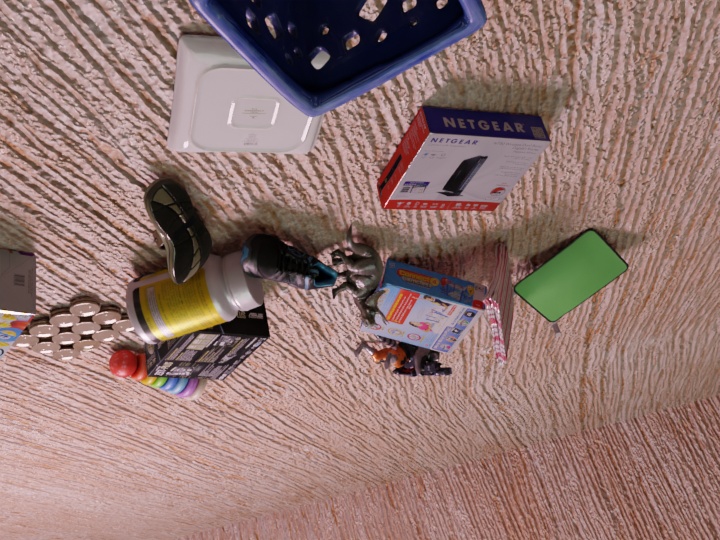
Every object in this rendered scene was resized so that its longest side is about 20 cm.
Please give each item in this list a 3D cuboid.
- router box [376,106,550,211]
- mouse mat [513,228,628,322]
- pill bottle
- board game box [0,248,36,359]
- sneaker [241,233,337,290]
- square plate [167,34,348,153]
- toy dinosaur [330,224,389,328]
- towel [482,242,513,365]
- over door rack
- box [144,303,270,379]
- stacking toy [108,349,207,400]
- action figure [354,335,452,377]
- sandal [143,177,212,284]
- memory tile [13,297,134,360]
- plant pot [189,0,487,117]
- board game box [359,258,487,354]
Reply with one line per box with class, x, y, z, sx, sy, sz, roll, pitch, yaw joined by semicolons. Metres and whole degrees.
router box;0.147;-0.158;1.130;0.199;0.049;0.180;-1;150;-22
mouse mat;0.422;0.015;1.533;0.200;0.008;0.161;-39;127;20
pill bottle;-0.268;0.040;1.248;0.199;0.115;0.114;-17;152;8
board game box;-0.577;0.059;1.157;0.103;0.105;0.200;12;143;-38
sneaker;-0.113;-0.013;1.242;0.082;0.073;0.200;7;174;32
square plate;-0.130;-0.204;0.946;0.199;0.029;0.198;-2;150;-20
toy dinosaur;0.000;0.000;1.335;0.102;0.077;0.201;0;117;-1
towel;0.266;0.065;1.456;0.030;0.147;0.200;3;139;19
over door rack;0.327;0.081;1.622;0.147;0.067;0.200;-20;131;12
box;-0.289;0.124;1.425;0.163;0.086;0.200;8;146;-35
stacking toy;-0.408;0.202;1.536;0.085;0.086;0.200;-32;142;32
action figure;0.115;0.187;1.713;0.193;0.105;0.200;4;173;-39
sandal;-0.272;-0.062;1.120;0.080;0.057;0.201;-42;146;-29
memory tile;-0.510;0.107;1.372;0.200;0.017;0.153;-25;151;19
plant pot;-0.028;-0.288;0.669;0.200;0.180;0.200;-24;152;20
board game box;0.116;0.074;1.471;0.195;0.056;0.200;16;147;-5
